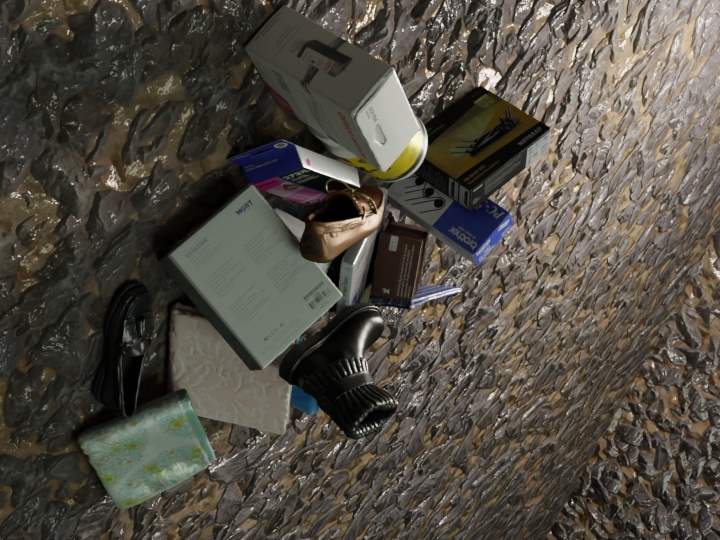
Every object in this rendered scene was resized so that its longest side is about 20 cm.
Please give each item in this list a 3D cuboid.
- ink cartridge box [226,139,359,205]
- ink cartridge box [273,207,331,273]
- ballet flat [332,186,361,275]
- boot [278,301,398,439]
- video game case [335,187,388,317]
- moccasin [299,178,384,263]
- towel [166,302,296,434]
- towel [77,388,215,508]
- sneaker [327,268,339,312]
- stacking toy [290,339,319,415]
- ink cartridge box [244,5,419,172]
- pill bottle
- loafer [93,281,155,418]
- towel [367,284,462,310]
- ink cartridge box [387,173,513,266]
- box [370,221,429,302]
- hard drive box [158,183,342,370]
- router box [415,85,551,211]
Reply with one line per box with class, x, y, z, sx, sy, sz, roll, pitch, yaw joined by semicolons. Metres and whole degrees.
ink cartridge box;-0.091;-0.136;1.596;0.094;0.037;0.199;-16;163;28
ink cartridge box;-0.125;0.025;1.675;0.201;0.114;0.068;-66;168;21
ballet flat;-0.018;-0.079;1.802;0.201;0.070;0.066;97;14;-45
boot;0.003;0.144;1.627;0.211;0.157;0.080;-35;148;-38
video game case;0.000;0.000;1.751;0.201;0.023;0.183;-66;167;-49
moccasin;-0.024;-0.081;1.575;0.201;0.073;0.078;-34;134;-51
towel;-0.191;0.146;1.671;0.032;0.189;0.201;-73;174;-52
towel;-0.313;0.268;1.693;0.170;0.048;0.201;-25;143;-13
sneaker;-0.063;0.018;1.780;0.070;0.099;0.200;-55;151;-1
stacking toy;-0.057;0.157;1.959;0.200;0.109;0.117;-24;139;-58
ink cartridge box;-0.034;-0.232;1.459;0.085;0.200;0.146;-48;151;-8
pill bottle;0.008;-0.205;1.637;0.115;0.114;0.200;-57;150;6
loafer;-0.312;0.112;1.559;0.072;0.063;0.201;-16;133;-48
towel;0.050;0.045;1.900;0.144;0.199;0.024;-14;102;-48
ink cartridge box;0.143;-0.101;1.853;0.094;0.200;0.044;-48;151;-9
box;0.066;-0.018;1.839;0.200;0.074;0.101;-44;144;-78
hard drive box;-0.149;0.010;1.549;0.156;0.201;0.077;-41;-171;-18
router box;0.188;-0.202;1.856;0.200;0.157;0.052;-38;147;-27
